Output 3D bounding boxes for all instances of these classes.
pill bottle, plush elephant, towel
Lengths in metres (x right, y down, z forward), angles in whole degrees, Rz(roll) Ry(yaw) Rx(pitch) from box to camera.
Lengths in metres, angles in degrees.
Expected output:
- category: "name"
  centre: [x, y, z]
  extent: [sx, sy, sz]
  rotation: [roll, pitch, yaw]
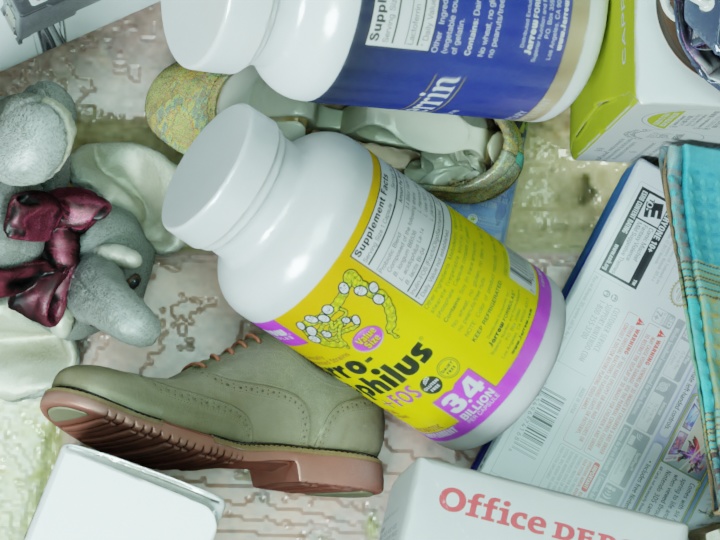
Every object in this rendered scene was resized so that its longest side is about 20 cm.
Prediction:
- category: "pill bottle"
  centre: [0.011, -0.137, 1.392]
  extent: [0.199, 0.116, 0.117]
  rotation: [4, 85, -24]
- category: "pill bottle"
  centre: [0.000, 0.000, 1.427]
  extent: [0.199, 0.104, 0.105]
  rotation: [34, 83, -23]
- category: "plush elephant"
  centre: [-0.162, -0.008, 1.428]
  extent: [0.154, 0.200, 0.165]
  rotation: [29, 97, -24]
- category: "towel"
  centre: [0.227, 0.030, 1.405]
  extent: [0.146, 0.022, 0.201]
  rotation: [4, 62, -17]

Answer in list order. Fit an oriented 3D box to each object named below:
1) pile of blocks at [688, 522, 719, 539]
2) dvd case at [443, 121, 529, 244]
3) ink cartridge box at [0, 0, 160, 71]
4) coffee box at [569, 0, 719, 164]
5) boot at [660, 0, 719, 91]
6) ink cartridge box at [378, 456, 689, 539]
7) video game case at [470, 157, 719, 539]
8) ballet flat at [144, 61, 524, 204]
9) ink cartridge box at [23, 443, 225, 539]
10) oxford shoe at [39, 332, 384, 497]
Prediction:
- category: "pile of blocks"
  centre: [0.199, 0.159, 1.437]
  extent: [0.082, 0.062, 0.201]
  rotation: [19, 85, -3]
- category: "dvd case"
  centre: [0.025, -0.115, 1.511]
  extent: [0.142, 0.018, 0.201]
  rotation: [12, 85, -3]
- category: "ink cartridge box"
  centre: [-0.174, -0.187, 1.437]
  extent: [0.199, 0.084, 0.146]
  rotation: [-24, 50, -5]
- category: "coffee box"
  centre: [0.215, -0.162, 1.439]
  extent: [0.196, 0.200, 0.201]
  rotation: [2, 85, -4]
- category: "boot"
  centre: [0.164, -0.152, 1.297]
  extent: [0.090, 0.073, 0.200]
  rotation: [-43, 88, -11]
- category: "ink cartridge box"
  centre: [0.067, 0.206, 1.395]
  extent: [0.144, 0.083, 0.201]
  rotation: [15, 75, -5]
- category: "video game case"
  centre: [0.176, 0.073, 1.494]
  extent: [0.181, 0.045, 0.201]
  rotation: [29, 84, -2]
- category: "ballet flat"
  centre: [-0.011, -0.077, 1.464]
  extent: [0.199, 0.071, 0.071]
  rotation: [11, 85, -3]
- category: "ink cartridge box"
  centre: [-0.131, 0.165, 1.385]
  extent: [0.083, 0.200, 0.146]
  rotation: [21, 84, -3]
- category: "oxford shoe"
  centre: [-0.073, 0.066, 1.441]
  extent: [0.199, 0.071, 0.074]
  rotation: [15, 75, -37]
